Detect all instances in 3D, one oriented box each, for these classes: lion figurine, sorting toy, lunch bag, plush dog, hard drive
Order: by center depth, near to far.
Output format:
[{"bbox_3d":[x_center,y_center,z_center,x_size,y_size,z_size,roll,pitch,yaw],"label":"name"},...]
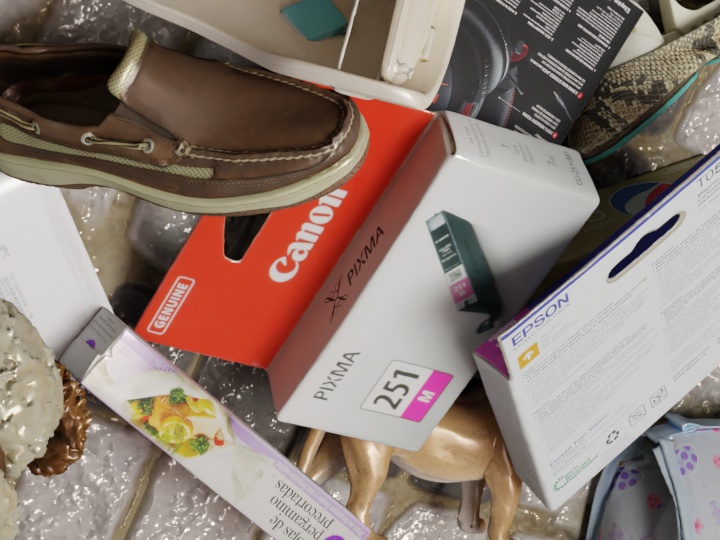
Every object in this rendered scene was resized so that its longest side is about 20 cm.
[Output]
[{"bbox_3d":[-0.033,-0.178,1.028,0.179,0.107,0.201,13,78,7],"label":"sorting toy"},{"bbox_3d":[-0.212,0.086,1.033,0.200,0.160,0.172,41,61,-38],"label":"plush dog"},{"bbox_3d":[-0.228,0.037,1.091,0.199,0.025,0.132,-30,123,-16],"label":"hard drive"},{"bbox_3d":[0.042,0.099,1.251,0.199,0.072,0.123,1,103,-26],"label":"lion figurine"},{"bbox_3d":[0.236,0.191,1.373,0.169,0.127,0.201,1,104,-33],"label":"lunch bag"}]

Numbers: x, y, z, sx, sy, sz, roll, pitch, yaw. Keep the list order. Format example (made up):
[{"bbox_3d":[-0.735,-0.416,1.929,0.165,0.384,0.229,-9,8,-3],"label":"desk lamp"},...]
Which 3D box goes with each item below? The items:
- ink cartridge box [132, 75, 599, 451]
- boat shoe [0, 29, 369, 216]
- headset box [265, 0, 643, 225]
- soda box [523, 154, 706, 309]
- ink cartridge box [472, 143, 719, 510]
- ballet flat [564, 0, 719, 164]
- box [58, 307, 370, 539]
[{"bbox_3d":[0.000,0.000,1.117,0.173,0.044,0.200,14,128,-28],"label":"ink cartridge box"},{"bbox_3d":[-0.098,-0.075,1.018,0.075,0.201,0.075,70,28,-51],"label":"boat shoe"},{"bbox_3d":[0.036,-0.099,1.155,0.148,0.075,0.201,29,95,-36],"label":"headset box"},{"bbox_3d":[0.145,-0.004,1.266,0.199,0.068,0.064,-18,119,-23],"label":"soda box"},{"bbox_3d":[0.151,0.015,1.168,0.196,0.043,0.200,-39,146,-12],"label":"ink cartridge box"},{"bbox_3d":[0.183,-0.137,1.241,0.199,0.068,0.076,-31,102,-22],"label":"ballet flat"},{"bbox_3d":[-0.076,0.096,1.153,0.039,0.041,0.200,-49,121,-3],"label":"box"}]
